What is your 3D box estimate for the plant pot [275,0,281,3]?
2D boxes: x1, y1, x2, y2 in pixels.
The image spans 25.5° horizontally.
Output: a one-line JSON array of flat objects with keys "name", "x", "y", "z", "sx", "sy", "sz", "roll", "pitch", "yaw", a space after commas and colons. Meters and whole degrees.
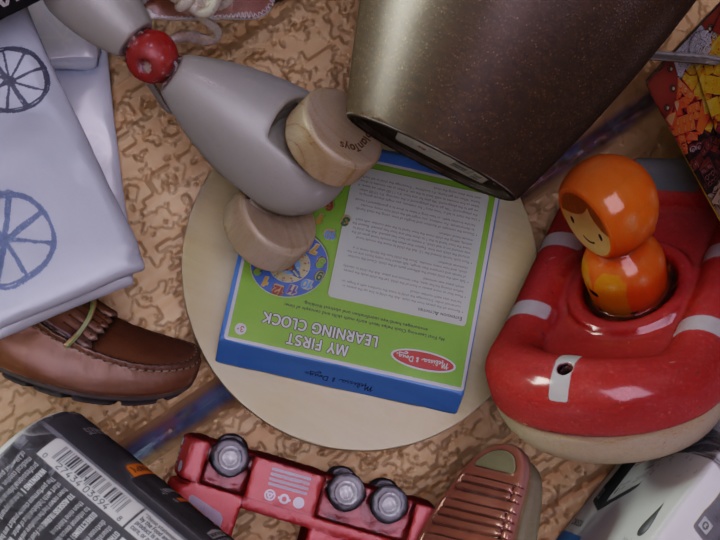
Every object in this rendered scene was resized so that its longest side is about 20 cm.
[{"name": "plant pot", "x": -0.062, "y": -0.252, "z": 0.805, "sx": 0.198, "sy": 0.198, "sz": 0.202, "roll": 1, "pitch": 86, "yaw": -12}]

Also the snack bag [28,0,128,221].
[{"name": "snack bag", "x": -0.230, "y": -0.107, "z": 0.875, "sx": 0.187, "sy": 0.021, "sz": 0.202, "roll": -6, "pitch": 87, "yaw": -7}]

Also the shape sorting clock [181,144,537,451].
[{"name": "shape sorting clock", "x": 0.000, "y": 0.000, "z": 0.884, "sx": 0.198, "sy": 0.039, "sz": 0.202, "roll": 2, "pitch": 75, "yaw": -6}]

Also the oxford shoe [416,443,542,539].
[{"name": "oxford shoe", "x": 0.062, "y": 0.192, "z": 0.827, "sx": 0.073, "sy": 0.071, "sz": 0.202, "roll": 21, "pitch": 83, "yaw": -31}]

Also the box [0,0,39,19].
[{"name": "box", "x": -0.278, "y": -0.174, "z": 0.784, "sx": 0.198, "sy": 0.050, "sz": 0.200, "roll": -31, "pitch": 62, "yaw": -15}]

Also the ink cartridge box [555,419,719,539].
[{"name": "ink cartridge box", "x": 0.187, "y": 0.127, "z": 0.844, "sx": 0.084, "sy": 0.145, "sz": 0.200, "roll": 40, "pitch": 83, "yaw": -2}]

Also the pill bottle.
[{"name": "pill bottle", "x": -0.104, "y": 0.169, "z": 0.789, "sx": 0.199, "sy": 0.106, "sz": 0.107, "roll": 37, "pitch": 83, "yaw": 16}]

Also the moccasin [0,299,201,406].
[{"name": "moccasin", "x": -0.177, "y": 0.012, "z": 0.846, "sx": 0.200, "sy": 0.074, "sz": 0.078, "roll": 24, "pitch": 103, "yaw": 0}]

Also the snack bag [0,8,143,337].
[{"name": "snack bag", "x": -0.232, "y": -0.051, "z": 0.795, "sx": 0.187, "sy": 0.021, "sz": 0.201, "roll": -24, "pitch": 82, "yaw": -14}]

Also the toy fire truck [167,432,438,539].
[{"name": "toy fire truck", "x": -0.020, "y": 0.179, "z": 0.867, "sx": 0.198, "sy": 0.049, "sz": 0.142, "roll": 16, "pitch": 86, "yaw": -4}]

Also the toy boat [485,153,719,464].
[{"name": "toy boat", "x": 0.134, "y": -0.002, "z": 0.816, "sx": 0.129, "sy": 0.131, "sz": 0.201, "roll": 3, "pitch": 46, "yaw": 31}]

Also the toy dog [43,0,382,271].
[{"name": "toy dog", "x": -0.065, "y": -0.102, "z": 0.832, "sx": 0.131, "sy": 0.096, "sz": 0.201, "roll": -20, "pitch": 109, "yaw": 32}]

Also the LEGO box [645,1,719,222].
[{"name": "LEGO box", "x": 0.267, "y": -0.061, "z": 0.830, "sx": 0.199, "sy": 0.077, "sz": 0.150, "roll": -3, "pitch": 58, "yaw": -38}]

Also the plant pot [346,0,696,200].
[{"name": "plant pot", "x": 0.078, "y": -0.143, "z": 0.763, "sx": 0.186, "sy": 0.187, "sz": 0.201, "roll": 26, "pitch": 88, "yaw": -4}]

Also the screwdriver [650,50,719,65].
[{"name": "screwdriver", "x": 0.105, "y": -0.122, "z": 0.845, "sx": 0.028, "sy": 0.199, "sz": 0.029, "roll": 2, "pitch": 93, "yaw": -48}]
